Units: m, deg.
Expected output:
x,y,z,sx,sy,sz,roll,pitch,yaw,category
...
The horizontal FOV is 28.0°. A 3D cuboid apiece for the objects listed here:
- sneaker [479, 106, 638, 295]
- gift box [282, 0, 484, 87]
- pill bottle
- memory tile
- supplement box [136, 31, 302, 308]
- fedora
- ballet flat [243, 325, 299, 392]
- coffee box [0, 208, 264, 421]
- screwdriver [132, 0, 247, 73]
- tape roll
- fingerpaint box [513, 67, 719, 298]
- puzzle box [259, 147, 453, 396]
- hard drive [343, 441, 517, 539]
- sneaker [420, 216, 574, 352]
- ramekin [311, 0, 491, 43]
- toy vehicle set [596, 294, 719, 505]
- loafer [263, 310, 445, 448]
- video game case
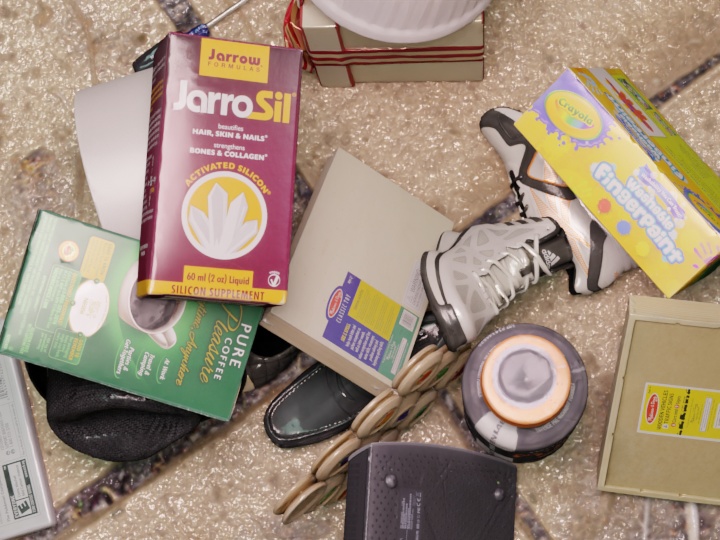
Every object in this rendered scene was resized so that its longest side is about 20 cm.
x,y,z,sx,sy,sz,roll,pitch,yaw,category
0.169,-0.064,1.316,0.080,0.074,0.200,-39,78,-1,sneaker
0.021,-0.282,1.313,0.185,0.200,0.186,-1,74,6,gift box
0.137,0.104,1.220,0.105,0.200,0.107,-1,79,5,pill bottle
0.015,0.137,1.229,0.017,0.153,0.200,46,102,16,memory tile
-0.111,-0.075,1.131,0.109,0.086,0.202,5,87,-15,supplement box
-0.201,0.107,1.254,0.198,0.202,0.092,0,44,5,fedora
-0.063,0.033,1.324,0.066,0.057,0.200,44,85,12,ballet flat
-0.184,0.038,1.176,0.198,0.044,0.124,17,85,-14,coffee box
-0.135,-0.244,1.399,0.199,0.028,0.029,-31,49,2,screwdriver
-0.157,-0.083,1.283,0.138,0.203,0.204,-17,78,1,tape roll
0.245,-0.081,1.260,0.073,0.167,0.200,-45,78,23,fingerpaint box
0.000,0.000,1.263,0.133,0.025,0.201,33,50,-14,puzzle box
0.059,0.217,1.222,0.042,0.199,0.136,-6,76,42,hard drive
0.119,-0.004,1.216,0.114,0.201,0.076,-19,106,16,sneaker
0.038,-0.297,1.180,0.198,0.098,0.203,2,78,-9,ramekin
0.275,0.114,1.224,0.123,0.201,0.027,7,36,5,toy vehicle set
-0.001,0.094,1.300,0.199,0.070,0.068,-30,77,-1,loafer
-0.392,0.165,1.346,0.181,0.022,0.202,-17,79,1,video game case
